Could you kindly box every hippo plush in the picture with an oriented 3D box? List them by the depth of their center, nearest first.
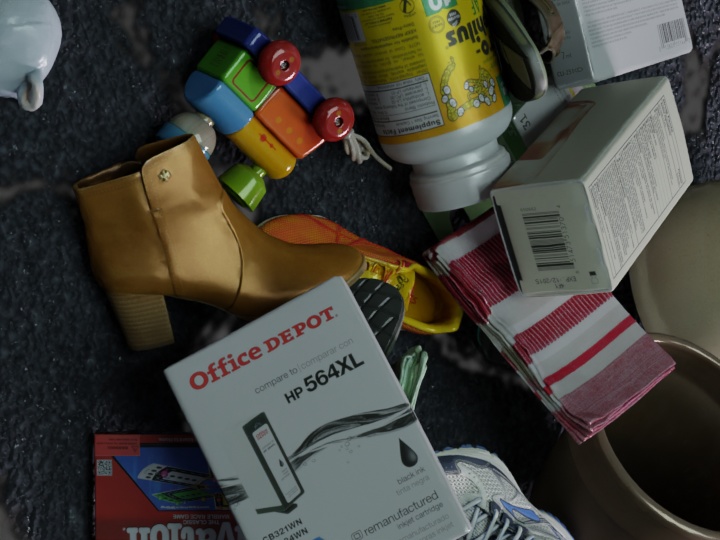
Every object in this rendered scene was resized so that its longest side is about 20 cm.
[{"bbox_3d":[-0.261,-0.123,1.211,0.199,0.160,0.161,-2,92,-39],"label":"hippo plush"}]

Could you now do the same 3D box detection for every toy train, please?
[{"bbox_3d":[-0.062,-0.091,1.436,0.116,0.085,0.200,-51,129,-7],"label":"toy train"}]

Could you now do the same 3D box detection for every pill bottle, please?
[{"bbox_3d":[0.057,-0.154,1.498,0.112,0.112,0.201,-27,107,-35],"label":"pill bottle"}]

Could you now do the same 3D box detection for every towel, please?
[{"bbox_3d":[0.026,0.139,1.451,0.023,0.200,0.154,11,84,0],"label":"towel"},{"bbox_3d":[0.156,0.032,1.524,0.200,0.023,0.144,49,45,9],"label":"towel"}]

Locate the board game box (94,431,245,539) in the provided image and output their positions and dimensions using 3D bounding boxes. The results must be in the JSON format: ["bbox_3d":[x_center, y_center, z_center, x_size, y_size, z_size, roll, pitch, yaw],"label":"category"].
[{"bbox_3d":[-0.095,0.170,1.371,0.198,0.019,0.104,0,93,1],"label":"board game box"}]

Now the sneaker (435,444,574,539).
[{"bbox_3d":[0.115,0.210,1.490,0.200,0.085,0.077,35,106,-32],"label":"sneaker"}]

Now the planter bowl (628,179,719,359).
[{"bbox_3d":[0.358,0.001,1.700,0.199,0.134,0.202,19,60,-37],"label":"planter bowl"}]

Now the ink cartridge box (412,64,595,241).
[{"bbox_3d":[0.148,-0.075,1.620,0.200,0.048,0.146,-47,119,-30],"label":"ink cartridge box"}]

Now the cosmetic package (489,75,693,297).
[{"bbox_3d":[0.192,-0.070,1.531,0.200,0.087,0.104,-44,122,-49],"label":"cosmetic package"}]

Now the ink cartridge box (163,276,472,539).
[{"bbox_3d":[-0.030,0.126,1.313,0.145,0.084,0.201,-28,82,0],"label":"ink cartridge box"}]

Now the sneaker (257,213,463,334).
[{"bbox_3d":[0.000,0.000,1.482,0.199,0.077,0.073,16,82,-34],"label":"sneaker"}]

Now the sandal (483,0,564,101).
[{"bbox_3d":[0.135,-0.202,1.522,0.057,0.201,0.080,-15,116,8],"label":"sandal"}]

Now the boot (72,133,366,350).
[{"bbox_3d":[-0.101,-0.033,1.369,0.200,0.071,0.145,-17,112,-11],"label":"boot"}]

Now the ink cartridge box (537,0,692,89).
[{"bbox_3d":[0.216,-0.261,1.634,0.200,0.044,0.177,-22,101,-53],"label":"ink cartridge box"}]

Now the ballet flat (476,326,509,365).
[{"bbox_3d":[0.189,0.073,1.639,0.199,0.068,0.068,8,94,-40],"label":"ballet flat"}]

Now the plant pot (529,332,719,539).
[{"bbox_3d":[0.235,0.180,1.599,0.199,0.175,0.201,17,50,-20],"label":"plant pot"}]

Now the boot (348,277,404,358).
[{"bbox_3d":[-0.015,0.102,1.449,0.201,0.067,0.131,-62,159,2],"label":"boot"}]
